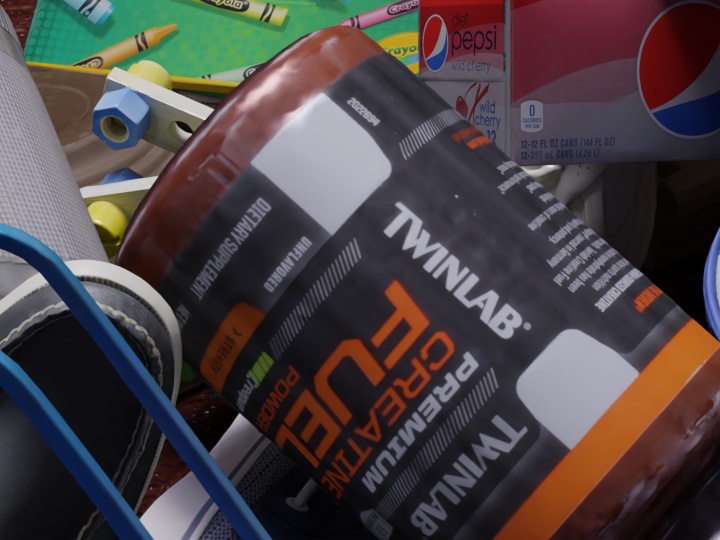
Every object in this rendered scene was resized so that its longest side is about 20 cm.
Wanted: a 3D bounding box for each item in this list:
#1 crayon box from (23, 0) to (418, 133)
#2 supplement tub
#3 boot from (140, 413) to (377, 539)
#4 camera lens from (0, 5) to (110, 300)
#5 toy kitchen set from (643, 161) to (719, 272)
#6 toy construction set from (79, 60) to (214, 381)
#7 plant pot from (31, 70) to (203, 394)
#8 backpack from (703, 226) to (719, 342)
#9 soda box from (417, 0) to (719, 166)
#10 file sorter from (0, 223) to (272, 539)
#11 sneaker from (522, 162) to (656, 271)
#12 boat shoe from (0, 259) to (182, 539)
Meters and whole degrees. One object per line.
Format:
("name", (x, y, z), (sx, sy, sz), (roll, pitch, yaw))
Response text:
("crayon box", (-0.025, -0.078, 1.025), (0.199, 0.119, 0.058), (7, 73, 24))
("supplement tub", (0.034, 0.031, 0.687), (0.200, 0.107, 0.107), (41, 40, 8))
("boot", (-0.010, 0.092, 0.723), (0.090, 0.073, 0.200), (6, 32, 18))
("camera lens", (-0.173, -0.012, 0.811), (0.159, 0.160, 0.200), (-16, 65, -19))
("toy kitchen set", (0.205, -0.090, 0.935), (0.180, 0.200, 0.163), (-23, 58, -29))
("toy construction set", (0.000, 0.000, 0.844), (0.199, 0.131, 0.092), (15, 44, 34))
("plant pot", (-0.133, -0.020, 0.975), (0.200, 0.093, 0.201), (-7, 24, 3))
("backpack", (0.201, 0.015, 0.749), (0.190, 0.155, 0.200), (-6, 25, 23))
("soda box", (0.121, -0.070, 0.839), (0.199, 0.064, 0.070), (-4, 6, -26))
("file sorter", (-0.095, 0.099, 0.430), (0.138, 0.123, 0.200), (-28, 21, 16))
("sneaker", (0.073, -0.063, 0.904), (0.078, 0.201, 0.099), (21, -5, 36))
("boat shoe", (-0.108, 0.090, 0.647), (0.072, 0.200, 0.068), (31, 12, -16))
